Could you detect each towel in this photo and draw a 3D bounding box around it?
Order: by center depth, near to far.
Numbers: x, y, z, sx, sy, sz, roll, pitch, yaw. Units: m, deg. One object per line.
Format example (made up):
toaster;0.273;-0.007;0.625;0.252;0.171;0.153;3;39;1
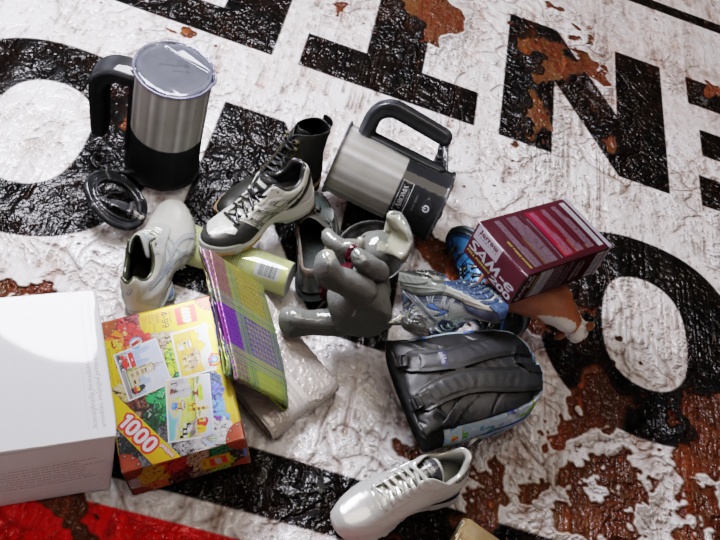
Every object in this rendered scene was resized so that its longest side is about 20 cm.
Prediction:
towel;-0.148;0.072;1.153;0.022;0.143;0.203;-28;57;15
towel;-0.132;0.118;1.212;0.131;0.035;0.200;-31;69;-34

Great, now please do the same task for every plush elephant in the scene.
plush elephant;0.000;0.000;1.228;0.195;0.166;0.157;12;49;-14

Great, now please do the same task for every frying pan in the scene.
frying pan;0.008;0.006;1.341;0.112;0.031;0.193;9;58;12

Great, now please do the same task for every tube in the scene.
tube;-0.191;-0.019;1.293;0.196;0.053;0.058;19;9;4

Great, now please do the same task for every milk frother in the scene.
milk frother;-0.301;-0.188;1.279;0.176;0.190;0.203;0;54;-19
milk frother;0.055;-0.167;1.439;0.185;0.200;0.184;26;91;-3

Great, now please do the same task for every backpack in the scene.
backpack;0.150;0.157;1.223;0.196;0.155;0.165;-20;54;-6

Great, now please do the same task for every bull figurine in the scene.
bull figurine;0.262;0.031;1.326;0.196;0.065;0.124;18;54;-17

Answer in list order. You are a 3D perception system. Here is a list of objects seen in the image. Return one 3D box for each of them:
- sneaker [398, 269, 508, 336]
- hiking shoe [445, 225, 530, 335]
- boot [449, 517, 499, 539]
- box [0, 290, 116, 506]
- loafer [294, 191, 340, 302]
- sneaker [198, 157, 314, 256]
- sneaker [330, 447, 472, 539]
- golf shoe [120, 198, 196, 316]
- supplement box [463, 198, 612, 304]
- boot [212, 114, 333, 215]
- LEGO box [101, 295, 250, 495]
sneaker;0.131;0.056;1.278;0.076;0.087;0.198;-3;13;-38
hiking shoe;0.179;0.015;1.373;0.085;0.075;0.202;-14;59;-32
boot;0.207;0.367;1.118;0.197;0.067;0.176;30;49;7
box;-0.392;0.147;1.034;0.195;0.132;0.202;-4;55;-22
loafer;-0.066;-0.050;1.337;0.070;0.064;0.203;-1;50;0
sneaker;-0.151;-0.098;1.283;0.198;0.089;0.075;-34;56;-31
sneaker;0.051;0.272;1.127;0.197;0.081;0.077;-18;62;-28
golf shoe;-0.276;-0.032;1.219;0.076;0.098;0.204;-1;54;8
supplement box;0.253;-0.031;1.277;0.197;0.062;0.109;-14;54;-38
boot;-0.132;-0.156;1.356;0.077;0.140;0.199;43;53;17
LEGO box;-0.228;0.150;1.102;0.146;0.078;0.203;-14;58;-10
